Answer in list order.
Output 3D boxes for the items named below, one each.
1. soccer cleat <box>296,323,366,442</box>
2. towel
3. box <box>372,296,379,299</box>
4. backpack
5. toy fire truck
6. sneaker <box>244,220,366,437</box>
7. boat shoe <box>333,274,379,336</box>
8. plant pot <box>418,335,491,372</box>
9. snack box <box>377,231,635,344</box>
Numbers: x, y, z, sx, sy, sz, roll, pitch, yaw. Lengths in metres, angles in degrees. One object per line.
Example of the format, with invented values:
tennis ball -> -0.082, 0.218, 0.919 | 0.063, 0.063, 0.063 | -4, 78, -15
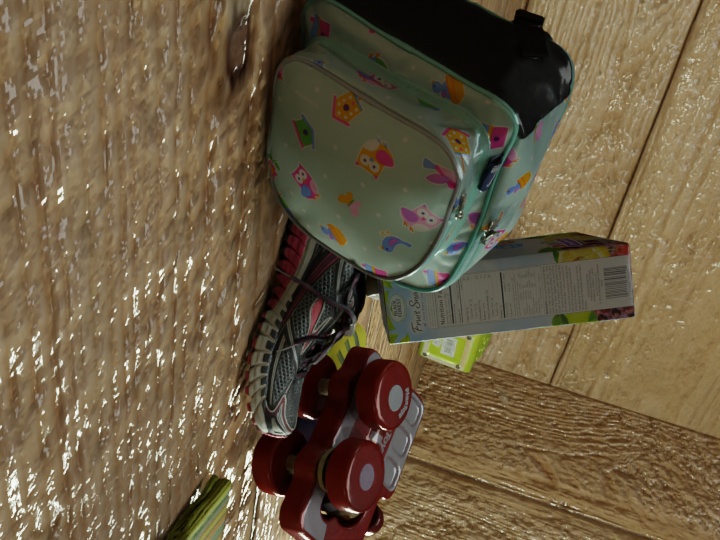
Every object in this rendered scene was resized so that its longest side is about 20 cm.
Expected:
soccer cleat -> -0.022, 0.141, 1.032 | 0.200, 0.084, 0.065 | -64, 169, -45
towel -> -0.141, 0.260, 0.731 | 0.086, 0.018, 0.200 | -46, 153, -61
box -> 0.090, -0.067, 1.277 | 0.152, 0.106, 0.200 | -59, 164, -60
backpack -> 0.030, -0.080, 0.632 | 0.153, 0.176, 0.200 | -48, 160, -31
toy fire truck -> -0.004, 0.180, 0.913 | 0.168, 0.112, 0.200 | 52, 50, -43
sneaker -> -0.039, 0.041, 0.752 | 0.081, 0.075, 0.200 | -7, 115, -81
boat shoe -> 0.000, 0.000, 0.940 | 0.200, 0.070, 0.071 | -60, 165, -56
plant pot -> 0.291, 0.184, 2.846 | 0.182, 0.199, 0.200 | -53, 160, -51
snack box -> 0.115, 0.011, 0.815 | 0.169, 0.200, 0.068 | -103, -175, -85
